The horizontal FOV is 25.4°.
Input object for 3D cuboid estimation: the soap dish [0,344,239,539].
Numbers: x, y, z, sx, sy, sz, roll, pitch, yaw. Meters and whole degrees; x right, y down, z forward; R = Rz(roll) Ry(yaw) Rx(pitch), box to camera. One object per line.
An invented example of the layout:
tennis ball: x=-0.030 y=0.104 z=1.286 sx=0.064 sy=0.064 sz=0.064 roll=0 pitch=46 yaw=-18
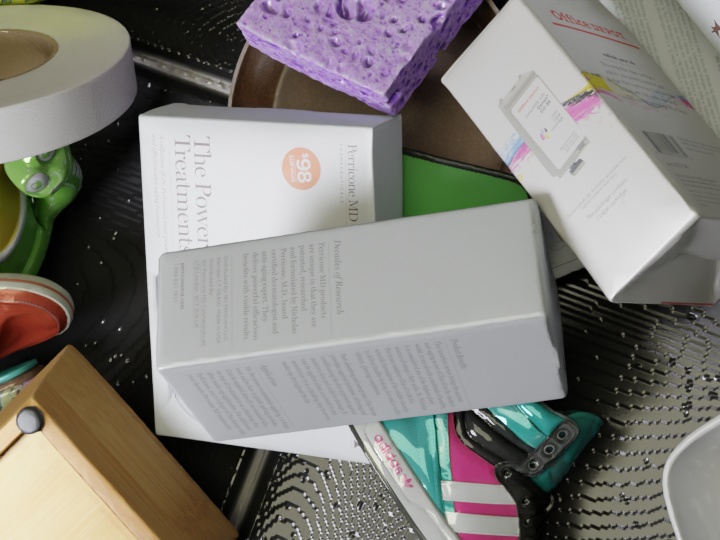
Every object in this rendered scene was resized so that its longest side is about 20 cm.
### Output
soap dish: x=-0.198 y=0.170 z=0.975 sx=0.200 sy=0.081 sz=0.157 roll=-43 pitch=86 yaw=12

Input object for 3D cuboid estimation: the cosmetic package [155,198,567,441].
cosmetic package: x=0.003 y=0.029 z=0.840 sx=0.199 sy=0.102 sz=0.071 roll=-7 pitch=61 yaw=9

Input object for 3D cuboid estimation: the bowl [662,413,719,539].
bowl: x=0.277 y=0.143 z=0.821 sx=0.200 sy=0.075 sz=0.200 roll=-27 pitch=73 yaw=16

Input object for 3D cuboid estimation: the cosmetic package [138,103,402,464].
cosmetic package: x=-0.051 y=0.006 z=0.946 sx=0.150 sy=0.052 sz=0.201 roll=4 pitch=106 yaw=20

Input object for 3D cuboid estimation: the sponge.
sponge: x=0.031 y=-0.192 z=0.936 sx=0.111 sy=0.030 sz=0.200 roll=29 pitch=75 yaw=28

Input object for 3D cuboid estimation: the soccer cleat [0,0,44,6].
soccer cleat: x=-0.201 y=-0.215 z=1.055 sx=0.200 sy=0.084 sz=0.065 roll=2 pitch=84 yaw=31

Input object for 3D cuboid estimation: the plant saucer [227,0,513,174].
plant saucer: x=0.012 y=-0.093 z=0.974 sx=0.200 sy=0.034 sz=0.201 roll=-1 pitch=87 yaw=27

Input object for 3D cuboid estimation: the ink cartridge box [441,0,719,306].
ink cartridge box: x=0.125 y=-0.077 z=0.855 sx=0.068 sy=0.116 sz=0.200 roll=-47 pitch=61 yaw=26

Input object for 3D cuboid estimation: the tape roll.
tape roll: x=-0.241 y=-0.118 z=1.007 sx=0.202 sy=0.203 sz=0.037 roll=9 pitch=121 yaw=22

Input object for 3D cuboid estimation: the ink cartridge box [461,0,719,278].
ink cartridge box: x=0.156 y=-0.090 z=0.933 sx=0.200 sy=0.057 sz=0.163 roll=-25 pitch=72 yaw=37

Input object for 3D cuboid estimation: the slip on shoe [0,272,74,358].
slip on shoe: x=-0.273 y=0.056 z=0.998 sx=0.199 sy=0.074 sz=0.061 roll=-17 pitch=54 yaw=-1

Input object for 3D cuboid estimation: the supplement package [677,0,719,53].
supplement package: x=0.228 y=-0.259 z=0.831 sx=0.200 sy=0.147 sz=0.192 roll=-29 pitch=70 yaw=-13

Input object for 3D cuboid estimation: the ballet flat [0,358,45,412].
ballet flat: x=-0.280 y=0.111 z=1.053 sx=0.199 sy=0.069 sz=0.071 roll=-15 pitch=94 yaw=22

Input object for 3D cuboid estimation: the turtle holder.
turtle holder: x=-0.269 y=-0.029 z=1.030 sx=0.185 sy=0.132 sz=0.141 roll=11 pitch=85 yaw=23

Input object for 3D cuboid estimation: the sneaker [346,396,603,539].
sneaker: x=0.093 y=0.130 z=0.894 sx=0.121 sy=0.084 sz=0.200 roll=-35 pitch=91 yaw=-3

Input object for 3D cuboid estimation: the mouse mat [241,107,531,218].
mouse mat: x=0.000 y=0.000 z=0.952 sx=0.199 sy=0.008 sz=0.162 roll=16 pitch=110 yaw=21
